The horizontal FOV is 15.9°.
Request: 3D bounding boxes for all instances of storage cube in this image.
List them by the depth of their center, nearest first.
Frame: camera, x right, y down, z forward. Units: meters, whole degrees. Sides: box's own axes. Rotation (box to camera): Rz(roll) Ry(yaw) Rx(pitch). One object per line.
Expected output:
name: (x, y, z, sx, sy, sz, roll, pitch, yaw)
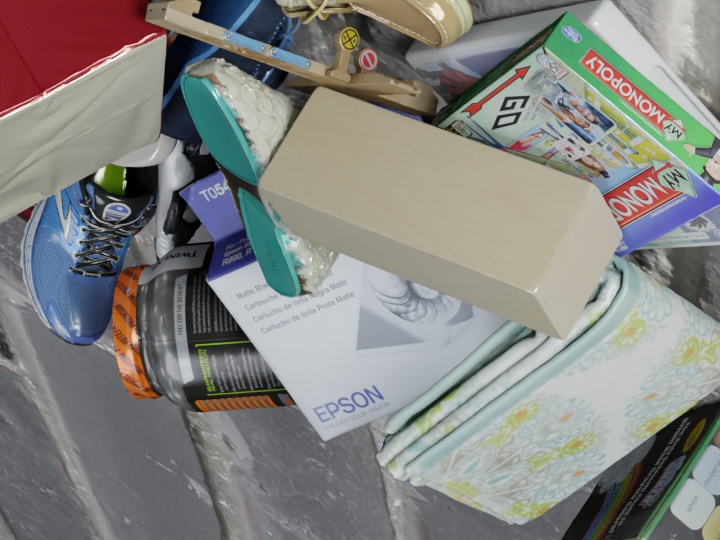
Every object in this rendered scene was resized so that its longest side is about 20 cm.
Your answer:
storage cube: (-0.233, -0.146, 1.574, 0.180, 0.170, 0.200, 58, 165, 14)

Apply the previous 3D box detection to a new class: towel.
towel: (0.124, 0.078, 1.599, 0.171, 0.200, 0.048, 27, -150, -55)

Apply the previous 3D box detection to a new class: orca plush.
orca plush: (-0.112, -0.059, 1.882, 0.071, 0.106, 0.201, -1, 131, -7)

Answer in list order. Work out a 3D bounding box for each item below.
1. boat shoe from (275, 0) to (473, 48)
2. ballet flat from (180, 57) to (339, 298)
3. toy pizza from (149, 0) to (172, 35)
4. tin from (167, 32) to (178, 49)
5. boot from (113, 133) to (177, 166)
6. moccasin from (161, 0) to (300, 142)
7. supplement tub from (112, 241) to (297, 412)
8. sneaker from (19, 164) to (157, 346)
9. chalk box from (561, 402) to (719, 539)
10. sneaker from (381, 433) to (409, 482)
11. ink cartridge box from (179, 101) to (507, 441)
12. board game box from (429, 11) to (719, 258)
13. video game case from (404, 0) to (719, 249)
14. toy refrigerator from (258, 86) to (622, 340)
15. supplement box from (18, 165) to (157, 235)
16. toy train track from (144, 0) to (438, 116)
boat shoe: (-0.029, -0.179, 1.489, 0.199, 0.067, 0.074, 32, 160, 11)
ballet flat: (-0.056, -0.069, 1.593, 0.072, 0.072, 0.201, 22, 148, 34)
toy pizza: (-0.157, -0.235, 1.556, 0.201, 0.032, 0.200, 58, 171, 15)
tin: (-0.167, -0.195, 1.725, 0.199, 0.042, 0.112, 20, 150, 38)
boot: (-0.166, -0.126, 1.789, 0.090, 0.073, 0.200, -4, -155, -42)
moccasin: (-0.073, -0.144, 1.621, 0.068, 0.081, 0.200, 19, 153, -18)
supplement tub: (-0.069, 0.037, 1.840, 0.199, 0.123, 0.123, -4, 147, 12)
sneaker: (-0.199, -0.040, 1.899, 0.078, 0.201, 0.089, 0, -166, -27)
chalk box: (0.243, 0.177, 1.750, 0.124, 0.125, 0.200, 39, 161, -9)
sneaker: (0.116, 0.104, 1.712, 0.070, 0.199, 0.078, -102, -15, -60)
ink cartridge box: (0.000, 0.000, 1.696, 0.199, 0.041, 0.200, -24, 110, 33)
board game box: (0.124, -0.068, 1.477, 0.134, 0.029, 0.200, 39, 159, -6)
video game case: (0.138, -0.079, 1.502, 0.182, 0.023, 0.200, 45, 159, -21)
toy refrigerator: (0.047, -0.034, 1.512, 0.199, 0.076, 0.070, 21, 162, 31)
supplement box: (-0.218, -0.069, 2.051, 0.109, 0.061, 0.200, 38, 161, -6)
toy train track: (-0.036, -0.133, 1.522, 0.199, 0.033, 0.114, 16, 173, -35)
